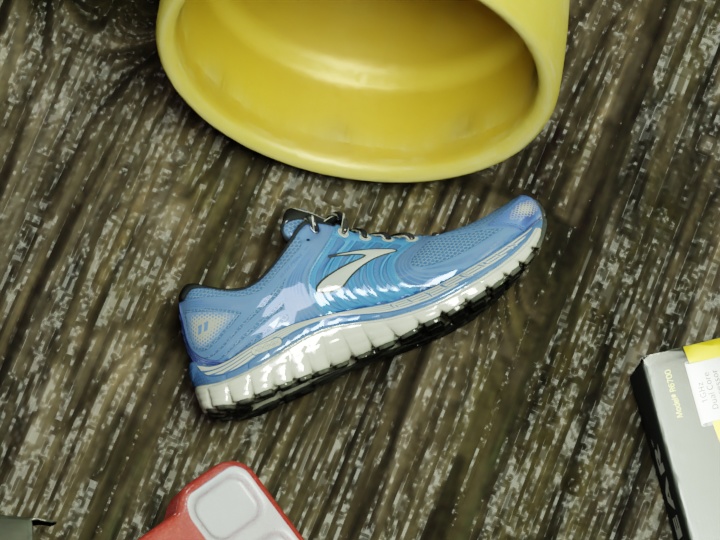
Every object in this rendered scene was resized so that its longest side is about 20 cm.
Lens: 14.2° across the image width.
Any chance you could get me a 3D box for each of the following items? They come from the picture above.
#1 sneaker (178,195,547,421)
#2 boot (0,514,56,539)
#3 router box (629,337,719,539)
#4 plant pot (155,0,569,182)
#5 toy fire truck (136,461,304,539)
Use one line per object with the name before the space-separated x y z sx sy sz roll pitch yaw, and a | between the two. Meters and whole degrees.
sneaker | 0.000 0.000 1.450 0.199 0.079 0.089 -22 81 -9
boot | -0.224 0.202 1.388 0.138 0.077 0.201 7 77 -8
router box | 0.233 0.126 1.449 0.149 0.051 0.201 -14 78 -6
plant pot | 0.010 -0.175 1.444 0.200 0.201 0.190 10 60 -2
toy fire truck | -0.059 0.208 1.388 0.168 0.112 0.200 -35 82 -30
